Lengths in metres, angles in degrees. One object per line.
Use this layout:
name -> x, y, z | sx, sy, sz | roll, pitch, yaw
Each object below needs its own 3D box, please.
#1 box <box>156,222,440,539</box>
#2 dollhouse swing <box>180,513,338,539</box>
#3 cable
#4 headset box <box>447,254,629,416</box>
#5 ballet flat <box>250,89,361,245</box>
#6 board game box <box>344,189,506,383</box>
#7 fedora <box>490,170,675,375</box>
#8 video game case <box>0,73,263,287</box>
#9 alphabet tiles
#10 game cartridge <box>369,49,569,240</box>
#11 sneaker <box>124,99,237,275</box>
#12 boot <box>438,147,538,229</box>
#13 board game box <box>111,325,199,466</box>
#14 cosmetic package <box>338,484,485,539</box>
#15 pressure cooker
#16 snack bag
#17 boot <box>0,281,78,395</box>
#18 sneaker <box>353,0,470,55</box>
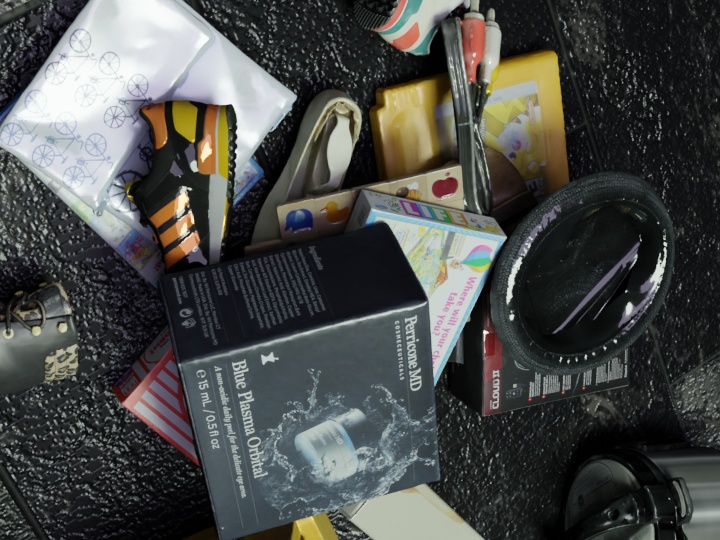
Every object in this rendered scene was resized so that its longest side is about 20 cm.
box -> -0.047, 0.091, 0.930 | 0.198, 0.118, 0.199 | -14, 127, -10
dollhouse swing -> -0.109, 0.312, 1.002 | 0.198, 0.176, 0.183 | -22, 112, 2
cable -> 0.105, -0.147, 1.015 | 0.097, 0.050, 0.203 | 35, 48, -65
headset box -> 0.174, 0.054, 1.152 | 0.198, 0.077, 0.151 | -9, 106, -22
ballet flat -> -0.045, -0.066, 1.016 | 0.069, 0.069, 0.202 | 17, 90, -27
board game box -> 0.029, 0.034, 1.011 | 0.133, 0.034, 0.202 | 11, 119, -24
fedora -> 0.191, -0.004, 1.051 | 0.198, 0.092, 0.203 | -7, 108, -21
video game case -> -0.196, -0.103, 0.975 | 0.143, 0.018, 0.200 | -47, 117, -8
alphabet tiles -> 0.000, 0.000, 1.008 | 0.197, 0.008, 0.169 | -13, 125, -8
game cartridge -> 0.111, -0.108, 1.107 | 0.198, 0.032, 0.179 | -17, 110, -21
sneaker -> -0.154, -0.044, 0.949 | 0.089, 0.070, 0.203 | 7, 106, -4
boot -> 0.064, -0.045, 1.066 | 0.198, 0.074, 0.076 | -28, 83, -9
board game box -> -0.106, 0.117, 1.056 | 0.152, 0.046, 0.200 | -49, 117, -6
cosmetic package -> 0.030, 0.223, 1.085 | 0.071, 0.105, 0.200 | -49, 136, -8
pressure cooker -> 0.313, 0.276, 1.217 | 0.198, 0.178, 0.178 | 2, 105, -26
snack bag -> -0.175, -0.128, 0.955 | 0.199, 0.021, 0.189 | 37, 86, -28
boot -> -0.308, 0.041, 0.903 | 0.149, 0.073, 0.202 | -17, 136, -23
sneaker -> 0.073, -0.290, 1.032 | 0.093, 0.070, 0.202 | 29, 87, -47
